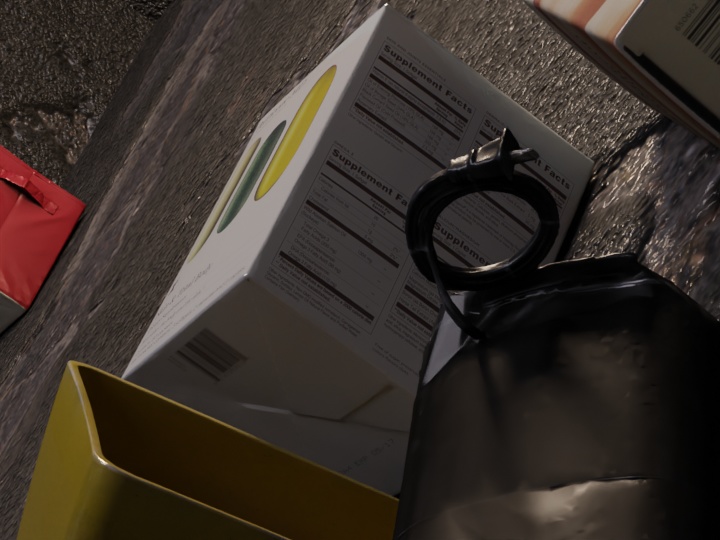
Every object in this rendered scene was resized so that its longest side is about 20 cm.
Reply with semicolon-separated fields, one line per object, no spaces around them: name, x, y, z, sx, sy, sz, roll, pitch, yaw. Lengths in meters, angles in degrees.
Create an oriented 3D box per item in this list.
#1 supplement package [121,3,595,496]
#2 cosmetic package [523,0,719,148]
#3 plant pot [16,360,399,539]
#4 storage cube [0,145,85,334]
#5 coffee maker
supplement package;0.000;0.000;1.173;0.152;0.150;0.200;-37;21;51
cosmetic package;0.157;-0.124;1.055;0.087;0.103;0.200;-51;13;6
plant pot;-0.063;0.174;0.927;0.177;0.199;0.200;-65;13;4
storage cube;-0.492;-0.032;2.839;0.200;0.171;0.180;-35;25;52
coffee maker;0.055;0.100;0.667;0.135;0.192;0.200;-36;22;30
